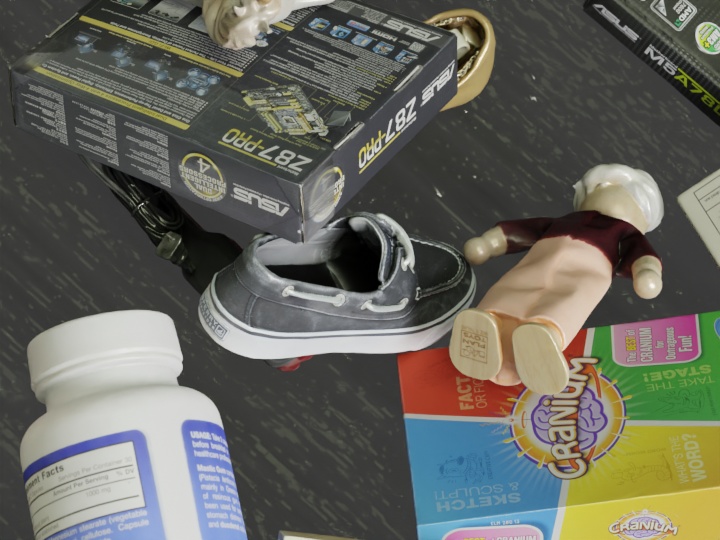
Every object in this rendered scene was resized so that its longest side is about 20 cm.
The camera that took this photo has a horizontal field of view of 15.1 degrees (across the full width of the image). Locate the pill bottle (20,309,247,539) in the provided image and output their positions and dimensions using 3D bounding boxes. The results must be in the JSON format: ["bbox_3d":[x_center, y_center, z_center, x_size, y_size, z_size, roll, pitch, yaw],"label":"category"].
[{"bbox_3d":[-0.121,0.128,1.456,0.112,0.112,0.200,-8,72,-15],"label":"pill bottle"}]

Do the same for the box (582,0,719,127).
[{"bbox_3d":[0.270,-0.173,1.682,0.193,0.048,0.200,40,68,5],"label":"box"}]

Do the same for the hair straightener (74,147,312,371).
[{"bbox_3d":[-0.099,-0.026,1.533,0.041,0.077,0.200,-40,83,2],"label":"hair straightener"}]

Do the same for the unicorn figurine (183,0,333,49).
[{"bbox_3d":[-0.069,-0.171,1.515,0.137,0.200,0.074,-41,126,-38],"label":"unicorn figurine"}]

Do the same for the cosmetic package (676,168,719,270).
[{"bbox_3d":[0.275,0.017,1.545,0.105,0.071,0.200,-32,56,8],"label":"cosmetic package"}]

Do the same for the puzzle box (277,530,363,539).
[{"bbox_3d":[0.044,0.219,1.481,0.200,0.025,0.133,9,90,-10],"label":"puzzle box"}]

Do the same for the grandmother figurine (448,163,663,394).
[{"bbox_3d":[0.117,-0.002,1.548,0.121,0.061,0.200,21,36,20],"label":"grandmother figurine"}]

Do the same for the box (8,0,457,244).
[{"bbox_3d":[-0.069,-0.106,1.519,0.200,0.049,0.161,22,44,25],"label":"box"}]

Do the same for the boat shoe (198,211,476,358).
[{"bbox_3d":[0.000,0.000,1.510,0.200,0.068,0.072,-4,50,-44],"label":"boat shoe"}]

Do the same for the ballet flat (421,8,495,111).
[{"bbox_3d":[-0.006,-0.100,1.588,0.200,0.063,0.069,-32,80,-20],"label":"ballet flat"}]

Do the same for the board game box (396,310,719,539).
[{"bbox_3d":[0.125,0.093,1.491,0.200,0.040,0.153,-8,36,1],"label":"board game box"}]
